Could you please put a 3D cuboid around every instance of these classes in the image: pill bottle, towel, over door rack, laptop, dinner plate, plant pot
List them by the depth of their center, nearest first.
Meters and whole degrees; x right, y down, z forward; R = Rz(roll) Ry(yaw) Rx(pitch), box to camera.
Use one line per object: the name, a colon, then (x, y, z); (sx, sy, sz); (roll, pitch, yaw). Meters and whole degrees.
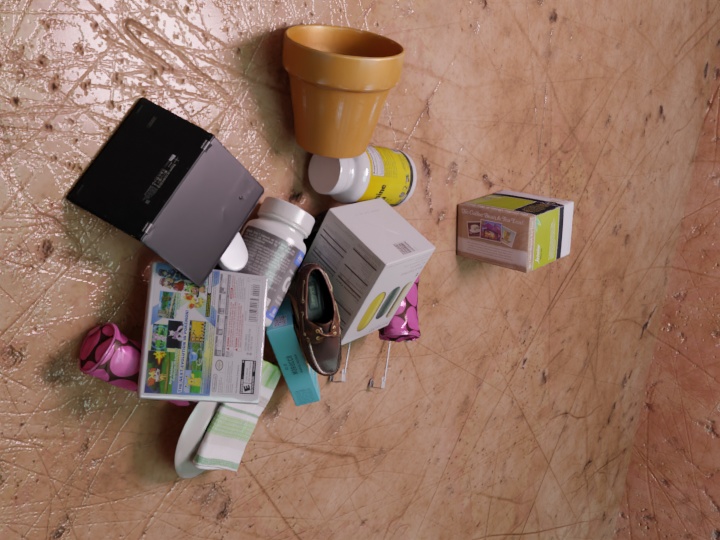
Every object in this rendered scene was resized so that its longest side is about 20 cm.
laptop: (-0.280, -0.114, 1.040); (0.187, 0.200, 0.116); (-59, 172, -16)
pill bottle: (-0.161, -0.016, 1.187); (0.114, 0.114, 0.200); (35, 77, -46)
plant pot: (-0.038, -0.298, 1.192); (0.200, 0.200, 0.184); (-22, 133, -41)
dinner plate: (-0.242, 0.266, 1.198); (0.200, 0.024, 0.200); (-54, 157, -35)
towel: (-0.203, 0.247, 1.201); (0.200, 0.031, 0.149); (-64, 162, -9)
pill bottle: (0.004, -0.179, 1.315); (0.200, 0.112, 0.113); (-2, 103, -46)
over door rack: (0.032, 0.155, 1.482); (0.148, 0.067, 0.200); (20, 87, -47)

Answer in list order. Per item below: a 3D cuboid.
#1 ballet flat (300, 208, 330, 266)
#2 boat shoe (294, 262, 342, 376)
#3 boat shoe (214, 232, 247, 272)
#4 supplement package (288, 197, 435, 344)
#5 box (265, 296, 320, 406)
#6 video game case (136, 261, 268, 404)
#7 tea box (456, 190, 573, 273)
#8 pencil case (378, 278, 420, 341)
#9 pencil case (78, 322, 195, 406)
ballet flat: (-0.094, -0.046, 1.290); (0.200, 0.057, 0.067); (-46, 134, -23)
boat shoe: (-0.071, 0.087, 1.195); (0.070, 0.070, 0.200); (-15, 97, -19)
boat shoe: (-0.243, -0.088, 1.114); (0.072, 0.068, 0.200); (-29, 100, -43)
supplement package: (0.000, 0.000, 1.271); (0.152, 0.151, 0.200); (-18, 145, -49)
box: (-0.123, 0.149, 1.281); (0.049, 0.082, 0.200); (-14, 128, 1)
video game case: (-0.234, 0.096, 1.061); (0.182, 0.022, 0.200); (9, 77, -26)
tea box: (0.363, -0.098, 1.658); (0.197, 0.200, 0.134); (-18, 115, -41)
pencil case: (0.081, 0.047, 1.422); (0.094, 0.091, 0.200); (24, 61, -45)
pencil case: (-0.330, 0.144, 1.080); (0.091, 0.094, 0.200); (-31, 141, 20)
